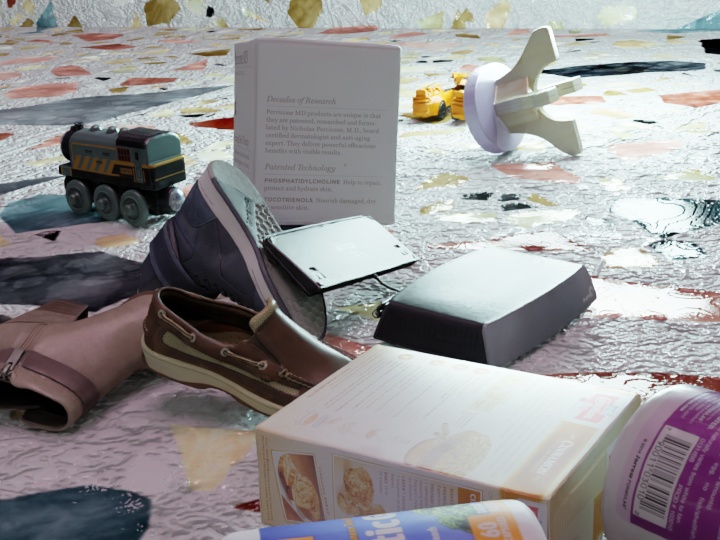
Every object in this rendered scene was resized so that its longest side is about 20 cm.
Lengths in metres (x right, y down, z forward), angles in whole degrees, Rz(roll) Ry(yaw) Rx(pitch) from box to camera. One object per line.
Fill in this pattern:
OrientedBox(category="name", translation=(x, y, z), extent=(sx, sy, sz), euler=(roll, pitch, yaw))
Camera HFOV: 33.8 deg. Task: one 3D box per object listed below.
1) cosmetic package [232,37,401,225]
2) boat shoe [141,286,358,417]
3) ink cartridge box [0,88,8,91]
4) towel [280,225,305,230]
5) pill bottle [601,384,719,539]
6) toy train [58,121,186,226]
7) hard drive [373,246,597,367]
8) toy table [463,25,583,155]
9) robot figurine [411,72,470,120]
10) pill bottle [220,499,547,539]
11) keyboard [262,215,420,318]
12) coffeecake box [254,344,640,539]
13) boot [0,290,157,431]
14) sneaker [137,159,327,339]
OrientedBox(category="cosmetic package", translation=(-0.055, -0.160, 1.358), extent=(0.166, 0.200, 0.167), euler=(0, 9, -14))
OrientedBox(category="boat shoe", translation=(-0.072, 0.061, 0.901), extent=(0.202, 0.075, 0.075), euler=(12, 32, 7))
OrientedBox(category="ink cartridge box", translation=(-0.705, -0.252, 1.954), extent=(0.200, 0.084, 0.176), euler=(9, 22, 30))
OrientedBox(category="towel", translation=(-0.107, -0.027, 1.298), extent=(0.200, 0.024, 0.147), euler=(9, 21, 31))
OrientedBox(category="pill bottle", translation=(0.237, 0.138, 0.622), extent=(0.112, 0.113, 0.200), euler=(-18, 25, -38))
OrientedBox(category="toy train", translation=(-0.297, -0.124, 1.470), extent=(0.200, 0.114, 0.085), euler=(12, 23, 36))
OrientedBox(category="hard drive", translation=(0.117, 0.027, 1.070), extent=(0.135, 0.042, 0.200), euler=(14, 25, 34))
OrientedBox(category="toy table", translation=(0.237, -0.241, 1.680), extent=(0.117, 0.184, 0.200), euler=(-12, 21, 28))
OrientedBox(category="robot figurine", translation=(0.170, -0.294, 1.989), extent=(0.145, 0.058, 0.200), euler=(7, 22, 24))
OrientedBox(category="pill bottle", translation=(-0.012, 0.173, 0.556), extent=(0.200, 0.112, 0.112), euler=(-5, 19, -8))
OrientedBox(category="keyboard", translation=(0.000, 0.000, 1.106), extent=(0.127, 0.021, 0.200), euler=(42, 26, 17))
OrientedBox(category="coffeecake box", translation=(0.058, 0.121, 0.759), extent=(0.200, 0.073, 0.153), euler=(9, 22, 31))
OrientedBox(category="boot", translation=(-0.212, 0.077, 0.960), extent=(0.200, 0.070, 0.146), euler=(4, 28, 10))
OrientedBox(category="sneaker", translation=(-0.123, 0.021, 1.090), extent=(0.077, 0.146, 0.202), euler=(6, 45, -54))
